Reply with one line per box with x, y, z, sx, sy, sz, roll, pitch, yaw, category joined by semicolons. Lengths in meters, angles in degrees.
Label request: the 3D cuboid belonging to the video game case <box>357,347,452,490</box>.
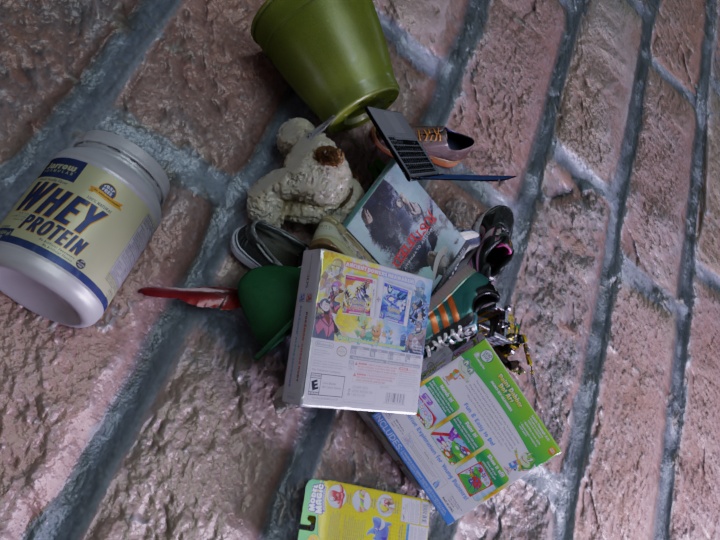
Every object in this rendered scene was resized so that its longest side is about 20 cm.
0.097;0.204;1.023;0.200;0.023;0.182;-41;96;-36;video game case

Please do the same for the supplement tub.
-0.328;-0.051;0.772;0.145;0.145;0.201;33;59;-18;supplement tub

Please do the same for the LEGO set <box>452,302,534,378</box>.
0.228;0.148;1.043;0.153;0.116;0.201;33;54;-21;LEGO set

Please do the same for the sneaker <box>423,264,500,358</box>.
0.134;0.082;0.995;0.080;0.071;0.200;37;75;24;sneaker

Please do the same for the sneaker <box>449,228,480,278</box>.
0.125;-0.010;1.096;0.199;0.077;0.086;-21;95;-28;sneaker

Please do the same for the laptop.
0.129;-0.195;1.011;0.201;0.116;0.187;59;22;2;laptop

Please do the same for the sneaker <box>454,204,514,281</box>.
0.244;-0.040;1.161;0.080;0.086;0.201;37;57;-18;sneaker

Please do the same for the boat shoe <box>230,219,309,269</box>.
-0.093;-0.004;0.944;0.199;0.071;0.072;29;59;-27;boat shoe

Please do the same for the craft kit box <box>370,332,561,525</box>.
0.150;0.227;0.937;0.197;0.049;0.201;-34;94;7;craft kit box

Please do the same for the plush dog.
-0.050;-0.120;0.987;0.172;0.160;0.201;47;53;-42;plush dog

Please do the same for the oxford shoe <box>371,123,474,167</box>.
0.113;-0.236;1.157;0.199;0.073;0.072;2;72;-31;oxford shoe

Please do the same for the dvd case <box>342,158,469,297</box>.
0.075;-0.052;1.007;0.200;0.022;0.146;47;67;-27;dvd case

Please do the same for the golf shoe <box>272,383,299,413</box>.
-0.053;0.109;0.870;0.200;0.078;0.097;-33;86;-39;golf shoe

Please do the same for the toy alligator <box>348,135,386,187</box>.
0.043;-0.143;1.097;0.200;0.059;0.054;37;98;-16;toy alligator

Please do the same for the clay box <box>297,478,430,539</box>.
-0.001;0.357;0.892;0.199;0.048;0.116;20;64;-24;clay box

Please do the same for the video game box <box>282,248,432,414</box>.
0.002;0.082;0.821;0.199;0.047;0.184;15;81;-41;video game box

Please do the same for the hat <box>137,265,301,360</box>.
-0.141;0.005;0.870;0.176;0.166;0.200;47;41;2;hat

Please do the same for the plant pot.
-0.037;-0.328;1.013;0.200;0.200;0.194;-26;85;-36;plant pot

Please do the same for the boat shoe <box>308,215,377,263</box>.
0.000;0.000;0.961;0.200;0.073;0.063;50;39;-40;boat shoe
